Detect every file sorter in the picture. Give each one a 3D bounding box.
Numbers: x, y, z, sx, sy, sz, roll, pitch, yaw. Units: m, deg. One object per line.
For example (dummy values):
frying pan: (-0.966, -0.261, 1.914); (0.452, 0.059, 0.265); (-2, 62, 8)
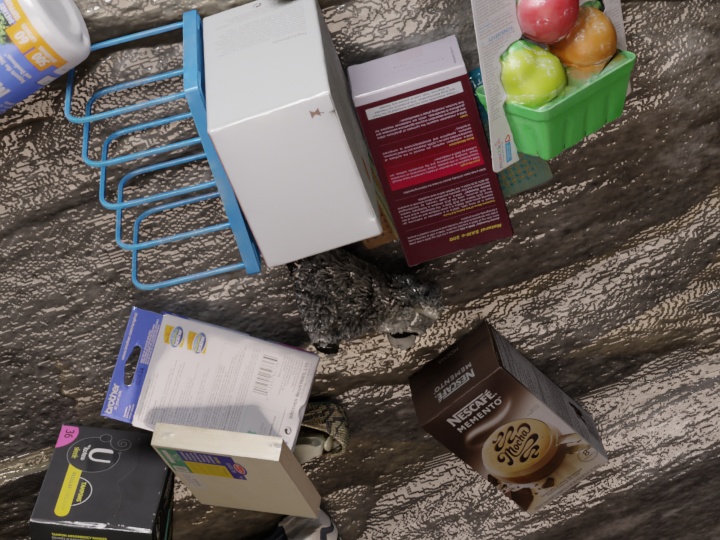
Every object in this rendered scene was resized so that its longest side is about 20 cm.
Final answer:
file sorter: (-0.174, -0.102, 1.424); (0.122, 0.139, 0.200); (-14, 127, 3)

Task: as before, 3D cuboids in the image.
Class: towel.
towel: (0.072, -0.110, 1.537); (0.200, 0.022, 0.147); (-21, 126, 7)

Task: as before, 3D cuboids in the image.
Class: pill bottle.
pill bottle: (-0.340, -0.178, 1.352); (0.200, 0.112, 0.112); (-31, 125, 11)

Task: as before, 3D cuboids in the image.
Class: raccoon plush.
raccoon plush: (0.000, 0.000, 1.545); (0.134, 0.097, 0.200); (-17, 128, 10)

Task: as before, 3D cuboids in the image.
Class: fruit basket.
fruit basket: (0.166, -0.212, 1.419); (0.185, 0.094, 0.200); (-32, 121, -30)

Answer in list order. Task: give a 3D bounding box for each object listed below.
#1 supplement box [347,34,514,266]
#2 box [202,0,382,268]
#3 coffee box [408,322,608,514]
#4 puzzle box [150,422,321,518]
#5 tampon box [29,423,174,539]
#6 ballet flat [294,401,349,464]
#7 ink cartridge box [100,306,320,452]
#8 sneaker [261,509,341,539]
supplement box: (0.067, -0.109, 1.486); (0.109, 0.061, 0.200); (-16, 126, 5)
box: (-0.061, -0.129, 1.383); (0.106, 0.200, 0.152); (-17, 126, 6)
coffee box: (0.159, 0.162, 1.712); (0.113, 0.080, 0.200); (-39, 123, 18)
puzzle box: (-0.122, 0.205, 1.614); (0.133, 0.025, 0.200); (6, 156, 12)
tampon box: (-0.268, 0.288, 1.668); (0.126, 0.150, 0.200); (6, 124, 0)
ballet flat: (-0.107, 0.175, 1.674); (0.199, 0.075, 0.068); (0, 128, -11)
ink cartridge box: (-0.152, 0.115, 1.607); (0.200, 0.042, 0.120); (16, 92, -15)
sneaker: (-0.096, 0.364, 1.810); (0.199, 0.080, 0.130); (-33, 117, 1)
